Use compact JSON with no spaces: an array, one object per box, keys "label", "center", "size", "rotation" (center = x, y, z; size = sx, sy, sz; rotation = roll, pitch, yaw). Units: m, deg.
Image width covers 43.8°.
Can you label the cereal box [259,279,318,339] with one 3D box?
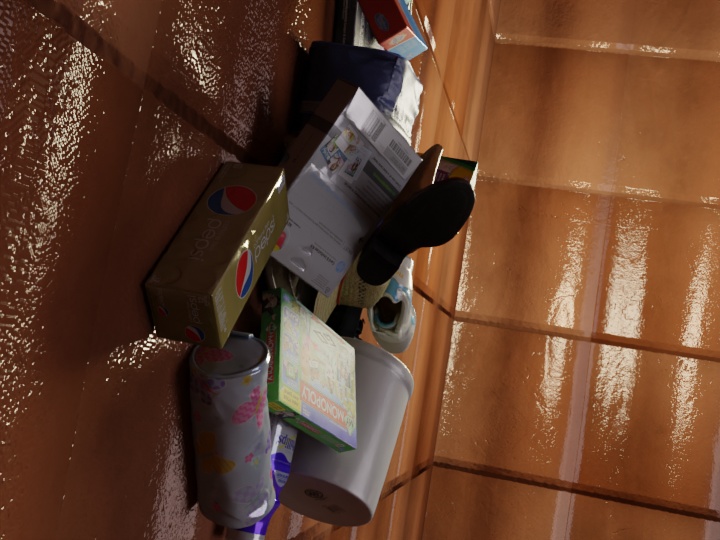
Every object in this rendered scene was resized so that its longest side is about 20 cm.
[{"label":"cereal box","center":[-0.079,0.055,1.184],"size":[0.145,0.039,0.202],"rotation":[86,17,-50]}]

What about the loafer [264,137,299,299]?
[{"label":"loafer","center":[-0.071,-0.057,1.082],"size":[0.076,0.067,0.205],"rotation":[8,90,-82]}]

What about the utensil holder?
[{"label":"utensil holder","center":[-0.031,0.221,1.230],"size":[0.171,0.166,0.203],"rotation":[81,24,-52]}]

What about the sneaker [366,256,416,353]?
[{"label":"sneaker","center":[0.039,0.064,1.294],"size":[0.202,0.075,0.082],"rotation":[83,18,-50]}]

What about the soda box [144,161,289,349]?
[{"label":"soda box","center":[-0.130,-0.021,0.853],"size":[0.202,0.066,0.065],"rotation":[-68,161,-48]}]

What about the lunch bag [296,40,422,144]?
[{"label":"lunch bag","center":[-0.001,-0.199,1.163],"size":[0.200,0.133,0.135],"rotation":[19,83,-75]}]

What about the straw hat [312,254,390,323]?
[{"label":"straw hat","center":[0.000,0.000,1.173],"size":[0.201,0.083,0.205],"rotation":[13,90,-84]}]

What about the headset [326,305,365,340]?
[{"label":"headset","center":[-0.013,0.066,1.339],"size":[0.201,0.092,0.125],"rotation":[117,-17,-52]}]

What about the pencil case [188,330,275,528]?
[{"label":"pencil case","center":[-0.130,0.167,0.930],"size":[0.091,0.082,0.204],"rotation":[-39,136,-51]}]

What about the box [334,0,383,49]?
[{"label":"box","center":[0.006,-0.383,1.314],"size":[0.200,0.035,0.146],"rotation":[-39,135,-74]}]

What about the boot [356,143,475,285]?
[{"label":"boot","center":[0.083,-0.091,1.094],"size":[0.189,0.068,0.201],"rotation":[-49,-169,39]}]

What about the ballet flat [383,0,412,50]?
[{"label":"ballet flat","center":[0.041,-0.381,1.271],"size":[0.066,0.070,0.201],"rotation":[58,-12,24]}]

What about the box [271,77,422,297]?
[{"label":"box","center":[-0.030,-0.088,1.017],"size":[0.202,0.041,0.156],"rotation":[-57,139,-4]}]

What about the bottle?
[{"label":"bottle","center":[-0.116,0.221,1.065],"size":[0.084,0.064,0.204],"rotation":[48,51,-65]}]

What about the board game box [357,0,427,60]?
[{"label":"board game box","center":[0.011,-0.365,1.105],"size":[0.203,0.040,0.153],"rotation":[64,14,2]}]

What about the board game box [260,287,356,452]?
[{"label":"board game box","center":[-0.059,0.124,1.070],"size":[0.200,0.029,0.137],"rotation":[45,37,-54]}]

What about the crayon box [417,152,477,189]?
[{"label":"crayon box","center":[0.111,-0.147,1.610],"size":[0.201,0.169,0.059],"rotation":[-62,160,-57]}]
